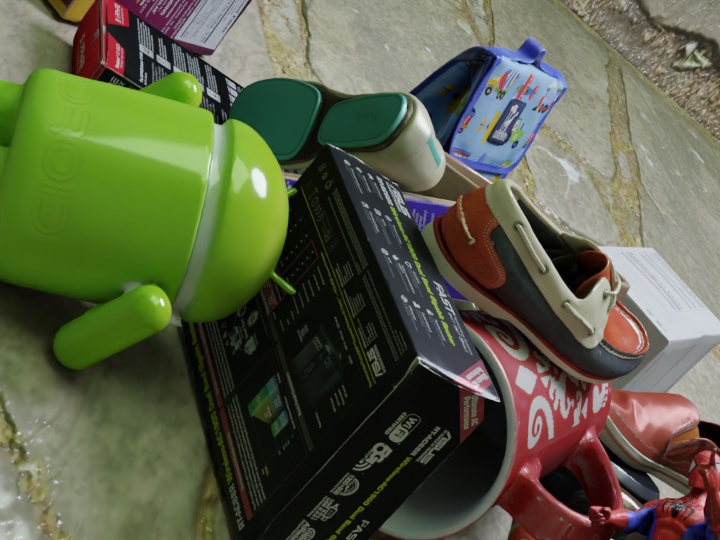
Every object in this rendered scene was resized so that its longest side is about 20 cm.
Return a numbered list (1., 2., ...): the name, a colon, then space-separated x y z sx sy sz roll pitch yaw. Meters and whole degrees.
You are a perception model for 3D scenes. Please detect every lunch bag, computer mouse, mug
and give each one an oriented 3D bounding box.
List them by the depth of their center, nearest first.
1. mug: 0.083 0.104 0.966 0.199 0.133 0.179 -5 68 -62
2. computer mouse: 0.138 0.120 1.149 0.200 0.053 0.138 45 10 28
3. lunch bag: 0.086 -0.120 1.313 0.094 0.200 0.150 50 22 24

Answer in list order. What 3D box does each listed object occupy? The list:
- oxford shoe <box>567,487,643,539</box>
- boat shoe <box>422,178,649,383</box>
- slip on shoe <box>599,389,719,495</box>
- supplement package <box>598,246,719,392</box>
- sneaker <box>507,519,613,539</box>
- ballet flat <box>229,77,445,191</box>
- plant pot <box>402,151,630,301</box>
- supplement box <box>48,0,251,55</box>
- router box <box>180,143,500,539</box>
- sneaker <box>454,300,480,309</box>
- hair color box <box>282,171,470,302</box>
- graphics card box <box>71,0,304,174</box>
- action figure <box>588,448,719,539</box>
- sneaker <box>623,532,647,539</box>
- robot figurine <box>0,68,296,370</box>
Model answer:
1. oxford shoe: 0.217 0.187 1.076 0.200 0.085 0.072 37 -24 -33
2. boat shoe: 0.120 0.008 0.924 0.199 0.062 0.072 32 32 -39
3. slip on shoe: 0.217 0.114 1.137 0.199 0.061 0.074 29 15 -39
4. supplement package: 0.225 0.055 1.344 0.110 0.114 0.200 50 20 18
5. sneaker: 0.174 0.212 0.993 0.199 0.070 0.094 31 28 -21
6. ballet flat: -0.015 -0.087 1.033 0.069 0.070 0.199 25 -5 -38
7. plant pot: 0.099 -0.009 1.176 0.200 0.093 0.201 33 9 -6
8. supplement box: -0.185 -0.266 1.251 0.131 0.103 0.199 48 20 21
9. router box: -0.019 0.049 0.850 0.062 0.150 0.201 28 25 -33
10. sneaker: 0.000 0.000 1.092 0.199 0.076 0.076 37 21 -16
11. hair color box: -0.002 -0.024 0.999 0.198 0.066 0.109 7 4 -9
12. graphics card box: -0.120 -0.109 1.130 0.199 0.051 0.126 31 23 -26
13. action figure: 0.151 0.169 0.844 0.065 0.201 0.099 12 -35 36
14. sneaker: 0.183 0.248 0.897 0.080 0.070 0.202 37 46 -52
15. robot figurine: -0.128 -0.039 0.831 0.198 0.116 0.177 13 50 -14
